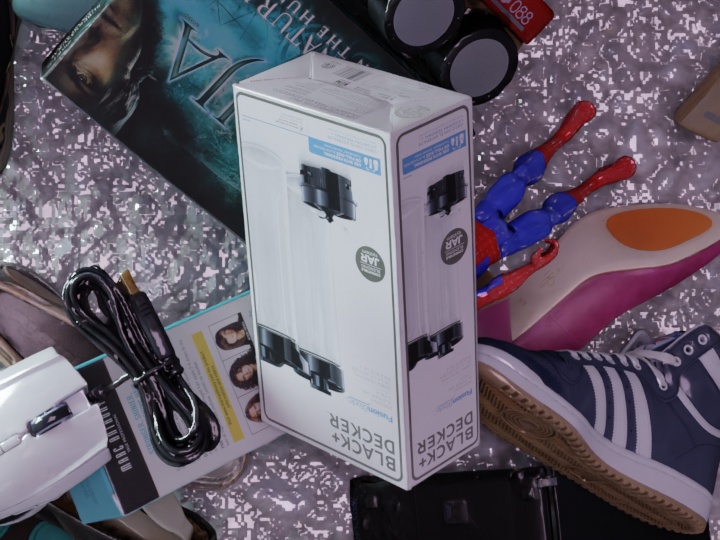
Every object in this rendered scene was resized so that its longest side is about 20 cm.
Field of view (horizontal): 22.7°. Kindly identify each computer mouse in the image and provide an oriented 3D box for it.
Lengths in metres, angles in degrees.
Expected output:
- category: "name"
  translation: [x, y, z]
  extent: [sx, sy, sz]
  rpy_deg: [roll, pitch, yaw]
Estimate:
- category: "computer mouse"
  translation: [-0.163, 0.083, 0.916]
  extent: [0.199, 0.044, 0.110]
  rpy_deg: [-34, 85, 35]

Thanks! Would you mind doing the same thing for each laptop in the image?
- category: "laptop"
  translation: [0.109, 0.203, 1.092]
  extent: [0.198, 0.103, 0.179]
  rpy_deg: [-7, 89, 22]

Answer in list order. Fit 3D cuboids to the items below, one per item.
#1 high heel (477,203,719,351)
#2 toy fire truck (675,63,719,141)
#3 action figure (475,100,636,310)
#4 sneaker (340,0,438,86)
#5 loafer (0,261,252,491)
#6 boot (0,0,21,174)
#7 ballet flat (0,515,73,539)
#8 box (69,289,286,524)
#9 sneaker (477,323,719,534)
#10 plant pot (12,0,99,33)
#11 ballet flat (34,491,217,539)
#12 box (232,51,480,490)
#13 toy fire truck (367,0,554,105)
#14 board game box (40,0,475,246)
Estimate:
- category: "high heel"
  translation: [0.136, 0.027, 1.083]
  extent: [0.198, 0.067, 0.097]
  rpy_deg: [-22, 130, -19]
- category: "toy fire truck"
  translation: [0.218, -0.193, 1.046]
  extent: [0.174, 0.129, 0.202]
  rpy_deg: [17, 80, -13]
- category: "action figure"
  translation: [0.090, -0.034, 1.009]
  extent: [0.200, 0.099, 0.065]
  rpy_deg: [-39, 91, -30]
- category: "sneaker"
  translation: [0.031, -0.086, 1.056]
  extent: [0.113, 0.076, 0.201]
  rpy_deg: [-23, 86, 3]
- category: "loafer"
  translation: [-0.152, 0.067, 1.048]
  extent: [0.199, 0.063, 0.072]
  rpy_deg: [35, 88, -3]
- category: "boot"
  translation: [-0.232, -0.150, 1.000]
  extent: [0.072, 0.151, 0.202]
  rpy_deg: [1, 89, -4]
- category: "ballet flat"
  translation: [-0.208, 0.159, 1.044]
  extent: [0.200, 0.073, 0.073]
  rpy_deg: [40, 87, -8]
- category: "box"
  translation: [-0.081, 0.064, 1.009]
  extent: [0.199, 0.049, 0.083]
  rpy_deg: [-24, 92, -38]
- category: "sneaker"
  translation: [0.138, 0.061, 1.023]
  extent: [0.199, 0.070, 0.109]
  rpy_deg: [34, 69, -29]
- category: "plant pot"
  translation: [-0.121, -0.227, 0.996]
  extent: [0.198, 0.200, 0.190]
  rpy_deg: [7, 103, -4]
- category: "ballet flat"
  translation: [-0.162, 0.113, 1.018]
  extent: [0.199, 0.068, 0.068]
  rpy_deg: [36, 129, -13]
- category: "box"
  translation: [0.000, 0.000, 0.929]
  extent: [0.060, 0.116, 0.202]
  rpy_deg: [-28, 127, -39]
- category: "toy fire truck"
  translation: [0.070, -0.204, 0.916]
  extent: [0.200, 0.129, 0.176]
  rpy_deg: [-45, 130, 10]
- category: "board game box"
  translation: [-0.053, -0.092, 0.963]
  extent: [0.200, 0.028, 0.135]
  rpy_deg: [39, 105, -24]
